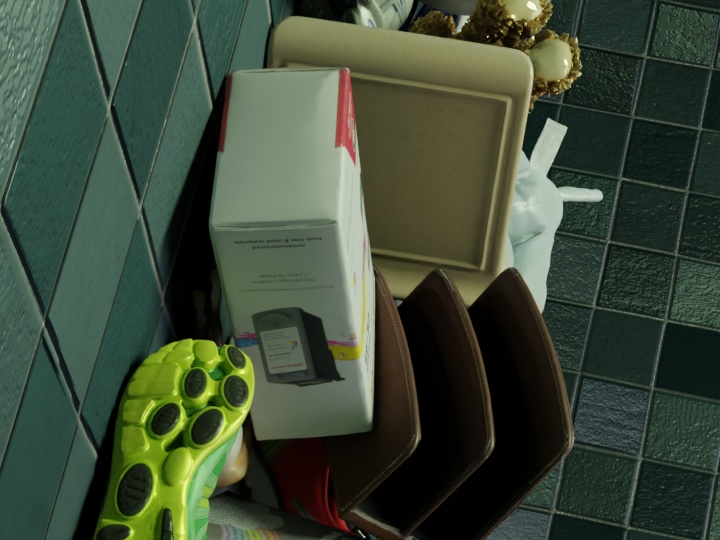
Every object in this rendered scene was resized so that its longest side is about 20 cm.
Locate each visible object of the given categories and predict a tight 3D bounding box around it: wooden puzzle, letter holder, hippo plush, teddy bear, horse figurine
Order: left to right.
[{"bbox_3d":[-0.099,0.089,1.414,0.200,0.050,0.133,80,14,-65],"label":"horse figurine"},{"bbox_3d":[0.019,-0.077,1.558,0.037,0.185,0.200,-76,174,-63],"label":"wooden puzzle"},{"bbox_3d":[0.052,0.076,1.486,0.142,0.101,0.200,-47,-149,23],"label":"letter holder"},{"bbox_3d":[0.066,-0.043,1.738,0.159,0.161,0.200,57,39,-26],"label":"hippo plush"},{"bbox_3d":[0.073,-0.128,1.611,0.200,0.145,0.067,-52,159,12],"label":"teddy bear"}]

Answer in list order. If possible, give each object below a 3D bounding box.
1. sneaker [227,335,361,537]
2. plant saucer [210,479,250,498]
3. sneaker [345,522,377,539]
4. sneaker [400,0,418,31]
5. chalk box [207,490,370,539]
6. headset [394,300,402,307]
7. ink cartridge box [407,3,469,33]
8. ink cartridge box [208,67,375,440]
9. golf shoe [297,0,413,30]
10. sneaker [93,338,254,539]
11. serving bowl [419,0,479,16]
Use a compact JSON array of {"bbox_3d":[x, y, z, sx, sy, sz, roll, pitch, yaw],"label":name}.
[{"bbox_3d":[-0.042,0.131,1.574,0.077,0.085,0.200,47,23,-67],"label":"sneaker"},{"bbox_3d":[-0.106,0.219,1.577,0.200,0.050,0.200,11,90,-84],"label":"plant saucer"},{"bbox_3d":[-0.049,0.220,1.679,0.200,0.073,0.082,-43,177,34],"label":"sneaker"},{"bbox_3d":[0.028,-0.284,1.844,0.078,0.070,0.200,161,-57,-87],"label":"sneaker"},{"bbox_3d":[-0.040,0.240,1.408,0.124,0.200,0.124,-17,121,-63],"label":"chalk box"},{"bbox_3d":[0.000,0.000,1.675,0.094,0.123,0.200,-46,117,-26],"label":"headset"},{"bbox_3d":[0.049,-0.149,1.787,0.198,0.043,0.200,-52,-166,40],"label":"ink cartridge box"},{"bbox_3d":[-0.039,-0.010,1.406,0.200,0.086,0.148,80,8,-46],"label":"ink cartridge box"},{"bbox_3d":[0.010,-0.231,1.575,0.097,0.078,0.200,-42,164,-26],"label":"golf shoe"},{"bbox_3d":[-0.117,0.126,1.268,0.084,0.074,0.200,110,-1,-58],"label":"sneaker"},{"bbox_3d":[0.053,-0.275,1.638,0.066,0.200,0.200,-35,148,-31],"label":"serving bowl"}]
